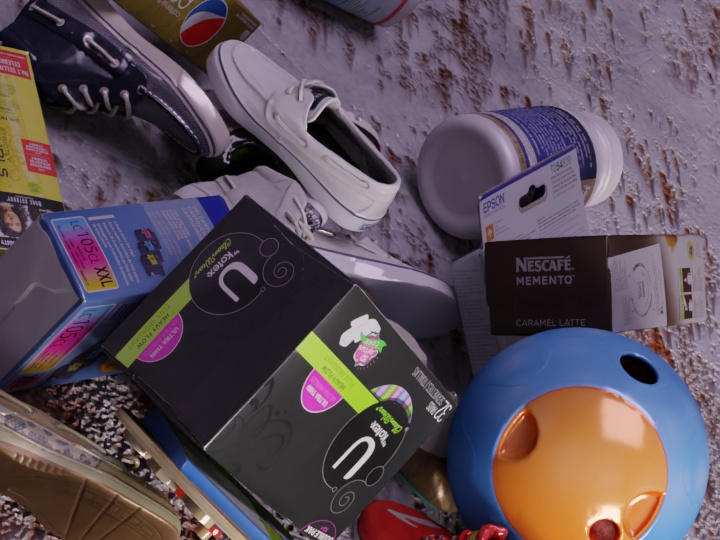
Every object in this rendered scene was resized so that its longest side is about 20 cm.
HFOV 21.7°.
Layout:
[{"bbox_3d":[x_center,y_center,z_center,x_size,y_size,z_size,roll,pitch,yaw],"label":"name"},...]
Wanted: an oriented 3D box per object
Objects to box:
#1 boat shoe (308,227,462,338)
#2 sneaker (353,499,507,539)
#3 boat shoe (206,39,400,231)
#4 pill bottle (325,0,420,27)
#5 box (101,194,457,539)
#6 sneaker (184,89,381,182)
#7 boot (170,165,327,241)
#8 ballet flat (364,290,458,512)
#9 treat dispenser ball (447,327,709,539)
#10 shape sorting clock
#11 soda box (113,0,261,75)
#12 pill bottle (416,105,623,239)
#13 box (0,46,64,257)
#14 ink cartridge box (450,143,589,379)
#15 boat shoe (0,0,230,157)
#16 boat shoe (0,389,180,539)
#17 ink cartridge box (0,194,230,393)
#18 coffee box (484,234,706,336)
[{"bbox_3d":[0.000,0.000,1.576,0.200,0.071,0.070,15,46,-27],"label":"boat shoe"},{"bbox_3d":[0.080,0.215,1.386,0.200,0.085,0.077,31,39,32],"label":"sneaker"},{"bbox_3d":[-0.042,-0.124,1.534,0.200,0.065,0.074,45,41,6],"label":"boat shoe"},{"bbox_3d":[-0.034,-0.319,1.808,0.200,0.109,0.109,21,43,-29],"label":"pill bottle"},{"bbox_3d":[-0.051,0.073,1.296,0.124,0.149,0.200,39,-6,35],"label":"box"},{"bbox_3d":[-0.066,-0.094,1.596,0.200,0.074,0.088,7,50,-34],"label":"sneaker"},{"bbox_3d":[-0.066,-0.029,1.454,0.095,0.074,0.200,-23,37,-20],"label":"boot"},{"bbox_3d":[0.036,0.098,1.509,0.068,0.072,0.200,-16,68,-48],"label":"ballet flat"},{"bbox_3d":[0.166,0.144,1.444,0.201,0.201,0.201,26,41,-24],"label":"treat dispenser ball"},{"bbox_3d":[-0.094,0.166,1.267,0.200,0.039,0.200,46,-2,2],"label":"shape sorting clock"},{"bbox_3d":[-0.163,-0.236,1.558,0.064,0.068,0.200,46,5,27],"label":"soda box"},{"bbox_3d":[0.155,-0.097,1.773,0.200,0.116,0.116,-12,64,-48],"label":"pill bottle"},{"bbox_3d":[-0.270,-0.079,1.401,0.075,0.050,0.200,10,49,-37],"label":"box"},{"bbox_3d":[0.148,0.007,1.645,0.199,0.041,0.201,-28,111,-54],"label":"ink cartridge box"},{"bbox_3d":[-0.202,-0.144,1.502,0.200,0.075,0.093,43,68,8],"label":"boat shoe"},{"bbox_3d":[-0.205,0.125,1.252,0.200,0.073,0.063,31,41,-17],"label":"boat shoe"},{"bbox_3d":[-0.168,0.015,1.338,0.200,0.136,0.076,-11,67,-48],"label":"ink cartridge box"},{"bbox_3d":[0.201,0.011,1.582,0.200,0.114,0.080,-3,90,-59],"label":"coffee box"}]
